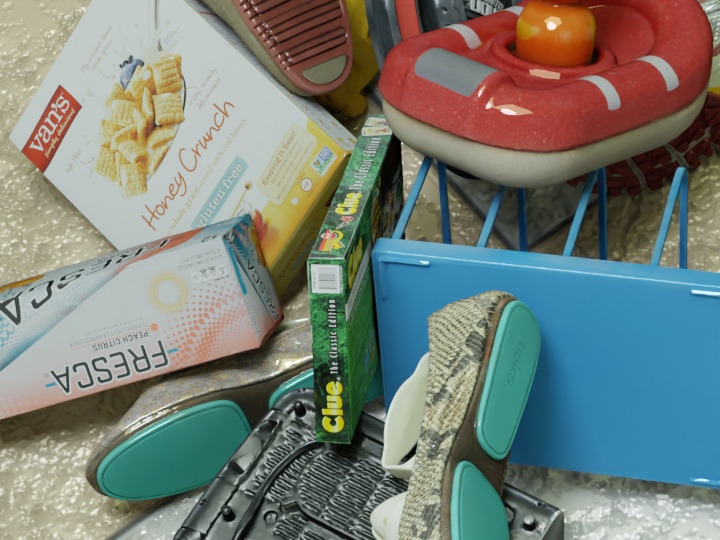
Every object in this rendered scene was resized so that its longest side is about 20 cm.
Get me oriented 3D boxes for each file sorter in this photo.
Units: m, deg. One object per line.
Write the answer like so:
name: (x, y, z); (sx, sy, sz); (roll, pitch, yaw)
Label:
file sorter: (0.121, 0.018, 1.434); (0.199, 0.139, 0.123); (6, 39, 14)

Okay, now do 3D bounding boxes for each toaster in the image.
toaster: (-0.013, 0.177, 1.379); (0.199, 0.119, 0.181); (25, 65, 23)

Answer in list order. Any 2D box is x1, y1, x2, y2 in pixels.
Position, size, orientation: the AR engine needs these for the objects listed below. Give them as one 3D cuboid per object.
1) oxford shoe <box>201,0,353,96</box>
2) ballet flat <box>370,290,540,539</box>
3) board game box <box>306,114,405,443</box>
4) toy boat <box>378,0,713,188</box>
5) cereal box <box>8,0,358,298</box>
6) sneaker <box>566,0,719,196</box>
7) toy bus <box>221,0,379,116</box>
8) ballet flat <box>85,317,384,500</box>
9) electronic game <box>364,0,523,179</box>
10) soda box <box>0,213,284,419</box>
oxford shoe: (-0.072, -0.178, 1.529); (0.070, 0.075, 0.200); (-21, 75, -35)
ballet flat: (0.043, 0.100, 1.316); (0.075, 0.068, 0.201); (-13, 49, 29)
board game box: (0.000, 0.000, 1.410); (0.023, 0.105, 0.200); (4, 24, 8)
toy boat: (0.106, -0.132, 1.421); (0.130, 0.131, 0.200); (24, 30, 35)
cereal box: (-0.103, -0.072, 1.546); (0.200, 0.039, 0.144); (43, 110, 23)
sneaker: (0.187, -0.110, 1.552); (0.199, 0.078, 0.082); (-23, 52, -15)
toy bus: (-0.067, -0.172, 1.614); (0.200, 0.136, 0.192); (27, 83, 26)
ballet flat: (-0.067, 0.070, 1.497); (0.199, 0.068, 0.067); (-20, 40, -9)
electronic game: (0.059, -0.152, 1.526); (0.041, 0.200, 0.201); (-7, 55, 29)
soda box: (-0.148, 0.030, 1.491); (0.199, 0.064, 0.069); (-16, 100, 15)
